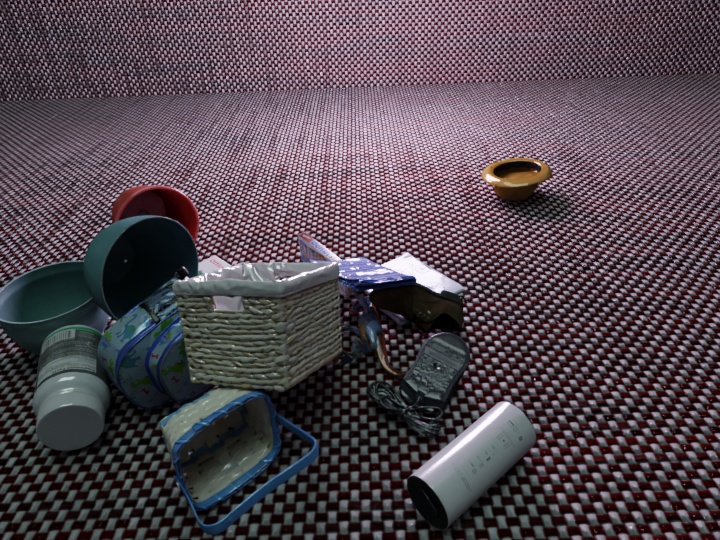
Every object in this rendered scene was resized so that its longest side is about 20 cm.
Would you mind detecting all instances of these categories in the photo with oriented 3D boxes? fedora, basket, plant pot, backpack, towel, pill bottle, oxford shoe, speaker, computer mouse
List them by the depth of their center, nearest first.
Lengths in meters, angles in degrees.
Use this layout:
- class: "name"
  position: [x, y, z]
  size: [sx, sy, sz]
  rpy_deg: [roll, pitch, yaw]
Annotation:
- class: "basket"
  position: [-0.176, 0.252, 0.749]
  size: [0.175, 0.141, 0.199]
  rpy_deg: [-26, 27, -31]
- class: "speaker"
  position: [0.160, 0.272, 0.759]
  size: [0.199, 0.082, 0.081]
  rpy_deg: [-27, 40, -32]
- class: "basket"
  position: [-0.150, 0.076, 0.845]
  size: [0.196, 0.163, 0.200]
  rpy_deg: [0, 10, 24]
- class: "pill bottle"
  position: [-0.479, 0.191, 0.892]
  size: [0.112, 0.114, 0.200]
  rpy_deg: [-14, 35, -17]
- class: "backpack"
  position: [-0.324, 0.134, 0.909]
  size: [0.146, 0.185, 0.199]
  rpy_deg: [29, 55, 36]
- class: "computer mouse"
  position: [0.115, 0.189, 0.919]
  size: [0.138, 0.053, 0.200]
  rpy_deg: [29, 52, 24]
- class: "plant pot"
  position: [-0.416, -0.008, 0.971]
  size: [0.133, 0.202, 0.200]
  rpy_deg: [14, 36, 30]
- class: "plant pot"
  position: [-0.575, 0.091, 1.032]
  size: [0.197, 0.136, 0.201]
  rpy_deg: [-2, 33, 1]
- class: "oxford shoe"
  position: [0.112, 0.075, 1.042]
  size: [0.197, 0.073, 0.085]
  rpy_deg: [10, 46, -8]
- class: "towel"
  position: [0.000, 0.000, 1.053]
  size: [0.143, 0.024, 0.199]
  rpy_deg: [-5, 16, -31]
- class: "plant pot"
  position: [-0.524, -0.124, 1.327]
  size: [0.199, 0.203, 0.177]
  rpy_deg: [-23, 28, -29]
- class: "fedora"
  position: [0.452, -0.258, 1.550]
  size: [0.198, 0.083, 0.202]
  rpy_deg: [-6, 34, 4]

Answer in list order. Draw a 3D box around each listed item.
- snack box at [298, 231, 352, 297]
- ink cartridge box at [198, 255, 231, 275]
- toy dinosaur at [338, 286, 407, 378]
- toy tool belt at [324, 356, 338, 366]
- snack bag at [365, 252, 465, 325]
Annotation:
- class: "snack box"
  position: [-0.083, -0.016, 1.222]
  size: [0.024, 0.073, 0.200]
  rpy_deg: [-23, 39, -27]
- class: "ink cartridge box"
  position: [-0.335, 0.064, 1.102]
  size: [0.145, 0.085, 0.199]
  rpy_deg: [26, 44, 35]
- class: "toy dinosaur"
  position: [0.011, 0.117, 1.046]
  size: [0.199, 0.105, 0.182]
  rpy_deg: [40, 31, 1]
- class: "toy tool belt"
  position: [-0.124, 0.112, 1.005]
  size: [0.122, 0.125, 0.201]
  rpy_deg: [-24, 51, 0]
- class: "snack bag"
  position: [0.097, 0.035, 1.181]
  size: [0.187, 0.022, 0.199]
  rpy_deg: [-23, 39, -30]
